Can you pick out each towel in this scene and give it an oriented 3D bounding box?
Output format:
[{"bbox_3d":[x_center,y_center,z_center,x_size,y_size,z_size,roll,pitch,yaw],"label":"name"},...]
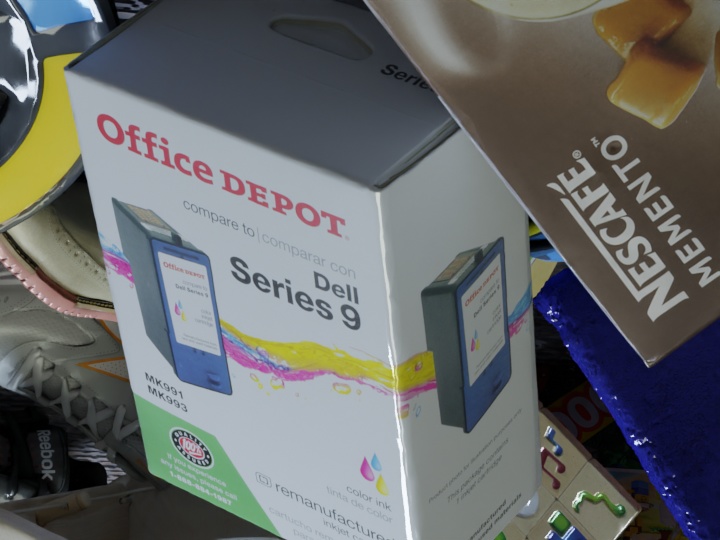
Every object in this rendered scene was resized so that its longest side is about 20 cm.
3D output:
[{"bbox_3d":[0.189,0.018,0.875,0.200,0.148,0.050,-31,177,-6],"label":"towel"}]

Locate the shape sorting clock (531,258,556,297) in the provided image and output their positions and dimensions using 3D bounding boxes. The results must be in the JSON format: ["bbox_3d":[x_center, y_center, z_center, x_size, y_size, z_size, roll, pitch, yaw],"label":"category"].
[{"bbox_3d":[0.000,0.000,0.931,0.199,0.039,0.200,-18,138,-17],"label":"shape sorting clock"}]

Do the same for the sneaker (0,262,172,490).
[{"bbox_3d":[-0.115,0.054,1.005,0.200,0.092,0.076,11,148,-28],"label":"sneaker"}]

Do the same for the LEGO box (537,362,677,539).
[{"bbox_3d":[0.179,0.128,1.132,0.199,0.149,0.077,-3,153,-4],"label":"LEGO box"}]

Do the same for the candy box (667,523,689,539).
[{"bbox_3d":[0.155,0.152,1.011,0.026,0.200,0.102,30,-179,-3],"label":"candy box"}]

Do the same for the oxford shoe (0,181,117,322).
[{"bbox_3d":[-0.101,-0.019,0.916,0.074,0.071,0.200,-38,145,13],"label":"oxford shoe"}]

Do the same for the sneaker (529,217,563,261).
[{"bbox_3d":[0.076,-0.027,0.866,0.200,0.078,0.066,12,113,-45],"label":"sneaker"}]

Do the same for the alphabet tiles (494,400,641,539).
[{"bbox_3d":[0.054,0.116,1.055,0.006,0.200,0.167,-29,159,-43],"label":"alphabet tiles"}]

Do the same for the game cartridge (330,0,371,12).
[{"bbox_3d":[0.093,-0.107,0.794,0.200,0.041,0.133,17,149,-36],"label":"game cartridge"}]

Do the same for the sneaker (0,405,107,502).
[{"bbox_3d":[-0.208,0.101,1.106,0.098,0.071,0.200,-29,141,25],"label":"sneaker"}]

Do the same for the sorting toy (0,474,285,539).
[{"bbox_3d":[-0.087,0.142,1.005,0.180,0.107,0.200,-15,174,23],"label":"sorting toy"}]

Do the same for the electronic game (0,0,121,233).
[{"bbox_3d":[-0.185,-0.074,0.761,0.199,0.042,0.200,-5,138,-4],"label":"electronic game"}]

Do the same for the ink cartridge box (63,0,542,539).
[{"bbox_3d":[-0.016,0.006,0.783,0.145,0.087,0.200,23,136,31],"label":"ink cartridge box"}]

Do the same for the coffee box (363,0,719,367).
[{"bbox_3d":[0.069,-0.088,0.641,0.114,0.080,0.200,-35,109,9],"label":"coffee box"}]
